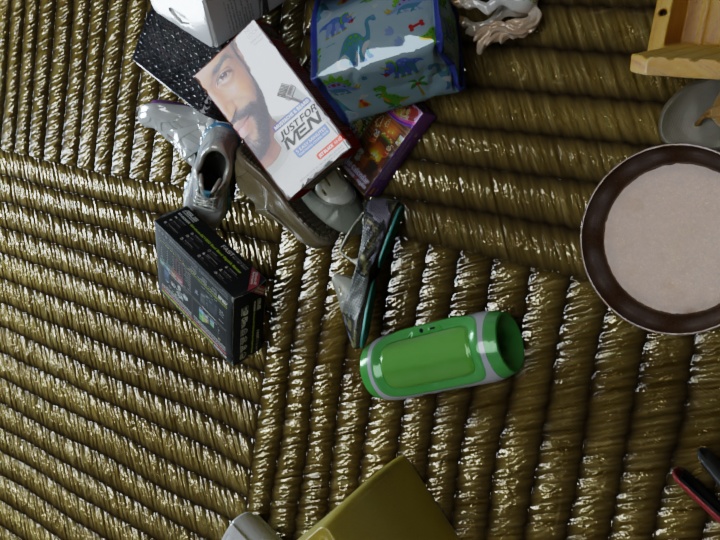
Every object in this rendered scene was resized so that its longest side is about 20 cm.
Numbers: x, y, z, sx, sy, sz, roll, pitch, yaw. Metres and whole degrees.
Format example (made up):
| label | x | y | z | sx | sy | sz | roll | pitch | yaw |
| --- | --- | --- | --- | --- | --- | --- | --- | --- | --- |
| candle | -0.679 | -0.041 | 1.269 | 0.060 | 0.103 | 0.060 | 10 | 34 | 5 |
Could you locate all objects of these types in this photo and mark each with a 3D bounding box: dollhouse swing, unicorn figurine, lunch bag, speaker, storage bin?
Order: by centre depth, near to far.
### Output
| label | x | y | z | sx | sy | sz | roll | pitch | yaw |
| --- | --- | --- | --- | --- | --- | --- | --- | --- | --- |
| dollhouse swing | 0.365 | -0.253 | 0.752 | 0.199 | 0.175 | 0.183 | 15 | 99 | 36 |
| unicorn figurine | 0.169 | -0.366 | 0.958 | 0.136 | 0.074 | 0.201 | -9 | 102 | 24 |
| lunch bag | 0.031 | -0.307 | 1.007 | 0.169 | 0.127 | 0.201 | -10 | 62 | 19 |
| speaker | 0.098 | 0.107 | 1.018 | 0.199 | 0.088 | 0.089 | -17 | 83 | 35 |
| storage bin | -0.216 | -0.298 | 1.186 | 0.200 | 0.135 | 0.094 | 40 | 113 | 27 |

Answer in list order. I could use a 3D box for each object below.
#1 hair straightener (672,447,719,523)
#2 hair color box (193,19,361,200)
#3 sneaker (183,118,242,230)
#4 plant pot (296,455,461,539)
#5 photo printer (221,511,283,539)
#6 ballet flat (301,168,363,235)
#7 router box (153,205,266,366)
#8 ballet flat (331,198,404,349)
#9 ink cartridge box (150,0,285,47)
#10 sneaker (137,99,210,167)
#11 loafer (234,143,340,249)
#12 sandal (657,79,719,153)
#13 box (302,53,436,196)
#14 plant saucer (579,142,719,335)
| label | x | y | z | sx | sy | sz | roll | pitch | yaw |
| --- | --- | --- | --- | --- | --- | --- | --- | --- | --- |
| hair straightener | 0.416 | 0.257 | 0.827 | 0.200 | 0.041 | 0.077 | 49 | 118 | 23 |
| hair color box | -0.104 | -0.203 | 1.047 | 0.111 | 0.064 | 0.200 | -38 | 89 | 16 |
| sneaker | -0.225 | -0.124 | 1.203 | 0.074 | 0.087 | 0.201 | 13 | 129 | -7 |
| plant pot | 0.002 | 0.390 | 1.045 | 0.200 | 0.176 | 0.201 | -46 | 68 | 28 |
| photo printer | -0.139 | 0.485 | 1.215 | 0.200 | 0.069 | 0.167 | 36 | 112 | 28 |
| ballet flat | -0.061 | -0.129 | 1.113 | 0.200 | 0.067 | 0.064 | 46 | 151 | 18 |
| router box | -0.224 | 0.022 | 1.219 | 0.200 | 0.062 | 0.150 | 41 | 142 | 27 |
| ballet flat | 0.000 | 0.000 | 1.074 | 0.072 | 0.072 | 0.202 | 14 | 86 | 34 |
| ink cartridge box | -0.175 | -0.411 | 1.113 | 0.145 | 0.200 | 0.084 | 36 | 155 | 27 |
| sneaker | -0.277 | -0.211 | 1.271 | 0.199 | 0.075 | 0.100 | 14 | 100 | 34 |
| loafer | -0.105 | -0.099 | 1.161 | 0.200 | 0.076 | 0.068 | 48 | 138 | 19 |
| sandal | 0.395 | -0.160 | 0.811 | 0.199 | 0.054 | 0.081 | 4 | 95 | 35 |
| box | -0.008 | -0.216 | 1.103 | 0.200 | 0.039 | 0.137 | 48 | 116 | 23 |
| plant saucer | 0.335 | -0.033 | 0.872 | 0.199 | 0.034 | 0.202 | 3 | 95 | 35 |
